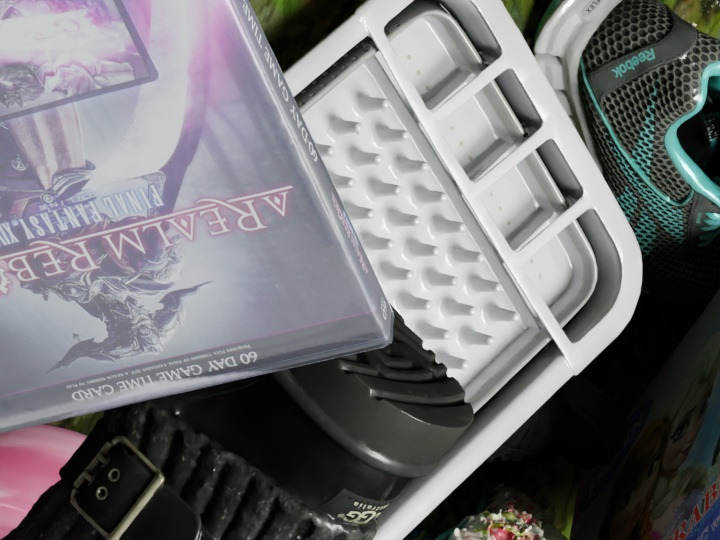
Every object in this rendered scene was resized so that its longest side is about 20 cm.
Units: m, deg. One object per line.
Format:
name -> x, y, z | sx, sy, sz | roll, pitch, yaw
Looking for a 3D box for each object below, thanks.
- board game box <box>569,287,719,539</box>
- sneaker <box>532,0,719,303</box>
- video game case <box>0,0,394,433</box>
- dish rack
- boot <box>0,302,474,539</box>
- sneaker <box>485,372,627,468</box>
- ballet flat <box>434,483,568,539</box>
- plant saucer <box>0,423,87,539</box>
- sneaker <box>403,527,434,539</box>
board game box -> 0.143, 0.097, 1.033 | 0.200, 0.041, 0.200 | -59, -171, 36
sneaker -> 0.139, -0.041, 1.053 | 0.078, 0.091, 0.200 | -49, 141, -14
video game case -> -0.090, -0.040, 0.672 | 0.019, 0.143, 0.200 | -84, 155, -50
dish rack -> 0.000, 0.000, 0.925 | 0.200, 0.044, 0.172 | -42, 114, -23
boot -> -0.073, 0.042, 0.802 | 0.079, 0.211, 0.158 | 12, 122, -49
sneaker -> 0.032, 0.058, 1.023 | 0.104, 0.060, 0.200 | -55, 136, -11
ballet flat -> 0.063, 0.133, 1.027 | 0.200, 0.064, 0.076 | -10, 118, -81
plant saucer -> -0.116, 0.147, 0.828 | 0.200, 0.201, 0.051 | -19, 161, -41
sneaker -> -0.014, 0.135, 0.990 | 0.200, 0.076, 0.105 | 84, 23, -68
